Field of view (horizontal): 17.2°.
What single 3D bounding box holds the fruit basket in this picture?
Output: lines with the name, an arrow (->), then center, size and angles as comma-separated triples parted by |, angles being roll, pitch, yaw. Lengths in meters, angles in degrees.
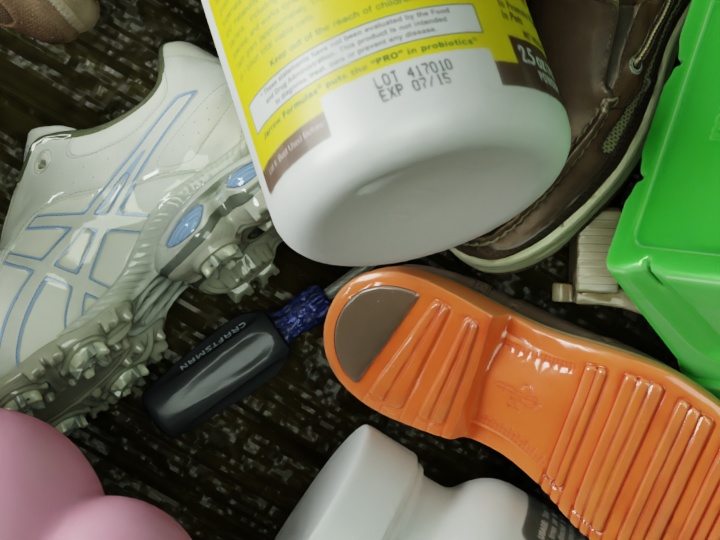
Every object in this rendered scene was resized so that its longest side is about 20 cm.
fruit basket -> 0.210, -0.032, 0.853 | 0.215, 0.155, 0.216 | -6, 99, -41

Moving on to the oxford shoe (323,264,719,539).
oxford shoe -> 0.087, 0.050, 0.886 | 0.200, 0.073, 0.071 | 31, 108, 12

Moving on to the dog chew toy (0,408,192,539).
dog chew toy -> -0.141, 0.096, 0.800 | 0.200, 0.125, 0.125 | 18, 93, 16

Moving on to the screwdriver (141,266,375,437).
screwdriver -> 0.000, 0.000, 0.921 | 0.200, 0.029, 0.028 | -36, 95, 1

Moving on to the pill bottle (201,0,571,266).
pill bottle -> -0.004, -0.110, 0.850 | 0.109, 0.109, 0.200 | -18, 69, -1

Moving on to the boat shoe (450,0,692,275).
boat shoe -> 0.083, -0.096, 0.886 | 0.075, 0.075, 0.202 | 29, 85, 32

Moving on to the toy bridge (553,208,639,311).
toy bridge -> 0.174, 0.011, 0.922 | 0.200, 0.027, 0.067 | 1, 94, -1

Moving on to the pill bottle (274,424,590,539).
pill bottle -> 0.060, 0.150, 0.890 | 0.200, 0.116, 0.116 | 34, 92, -4

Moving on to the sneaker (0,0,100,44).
sneaker -> -0.190, -0.133, 0.887 | 0.200, 0.070, 0.076 | 37, 93, 5

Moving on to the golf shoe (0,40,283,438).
golf shoe -> -0.109, -0.003, 0.907 | 0.200, 0.078, 0.097 | -39, 74, -2
